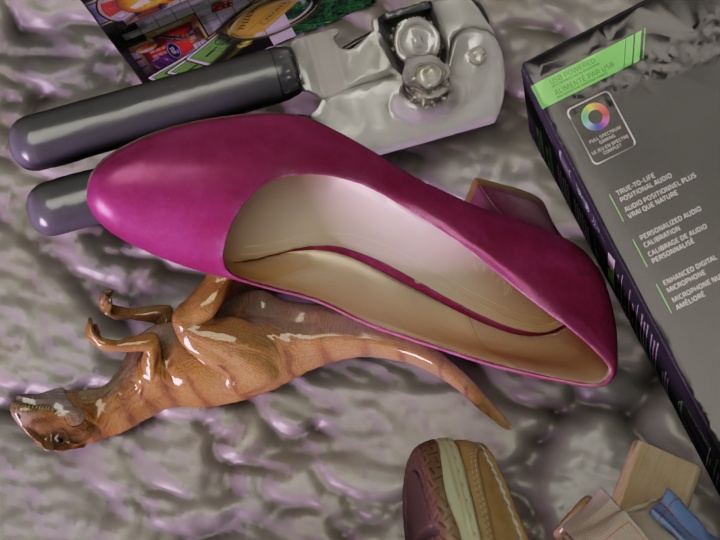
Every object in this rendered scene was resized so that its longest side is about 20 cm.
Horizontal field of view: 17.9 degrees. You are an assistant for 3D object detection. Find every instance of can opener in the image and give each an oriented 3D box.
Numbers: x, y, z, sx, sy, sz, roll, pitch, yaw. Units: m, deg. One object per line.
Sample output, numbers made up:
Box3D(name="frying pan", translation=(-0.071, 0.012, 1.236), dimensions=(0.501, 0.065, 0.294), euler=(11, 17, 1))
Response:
Box3D(name="can opener", translation=(-0.037, -0.059, 0.893), dimensions=(0.199, 0.066, 0.053), euler=(-17, 91, -11))

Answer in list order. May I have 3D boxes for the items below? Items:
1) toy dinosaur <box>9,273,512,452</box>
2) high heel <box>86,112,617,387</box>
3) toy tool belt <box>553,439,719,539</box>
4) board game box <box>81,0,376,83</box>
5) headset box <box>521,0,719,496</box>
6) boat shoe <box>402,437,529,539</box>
Box3D(name="toy dinosaur", translation=(-0.040, 0.025, 0.903), dimensions=(0.199, 0.060, 0.107), euler=(-12, 90, 15))
Box3D(name="high heel", translation=(0.000, 0.000, 0.839), dimensions=(0.068, 0.199, 0.096), euler=(-62, 31, 28))
Box3D(name="toy tool belt", translation=(0.137, 0.154, 0.777), dimensions=(0.200, 0.125, 0.123), euler=(43, 58, 14))
Box3D(name="board game box", translation=(-0.056, -0.122, 0.853), dimensions=(0.104, 0.200, 0.024), euler=(-25, 75, 2))
Box3D(name="headset box", translation=(0.175, -0.031, 0.860), dimensions=(0.173, 0.093, 0.201), euler=(-26, 76, 1))
Box3D(name="boat shoe", translation=(0.071, 0.156, 0.855), dimensions=(0.076, 0.072, 0.201), euler=(-13, 85, -9))
